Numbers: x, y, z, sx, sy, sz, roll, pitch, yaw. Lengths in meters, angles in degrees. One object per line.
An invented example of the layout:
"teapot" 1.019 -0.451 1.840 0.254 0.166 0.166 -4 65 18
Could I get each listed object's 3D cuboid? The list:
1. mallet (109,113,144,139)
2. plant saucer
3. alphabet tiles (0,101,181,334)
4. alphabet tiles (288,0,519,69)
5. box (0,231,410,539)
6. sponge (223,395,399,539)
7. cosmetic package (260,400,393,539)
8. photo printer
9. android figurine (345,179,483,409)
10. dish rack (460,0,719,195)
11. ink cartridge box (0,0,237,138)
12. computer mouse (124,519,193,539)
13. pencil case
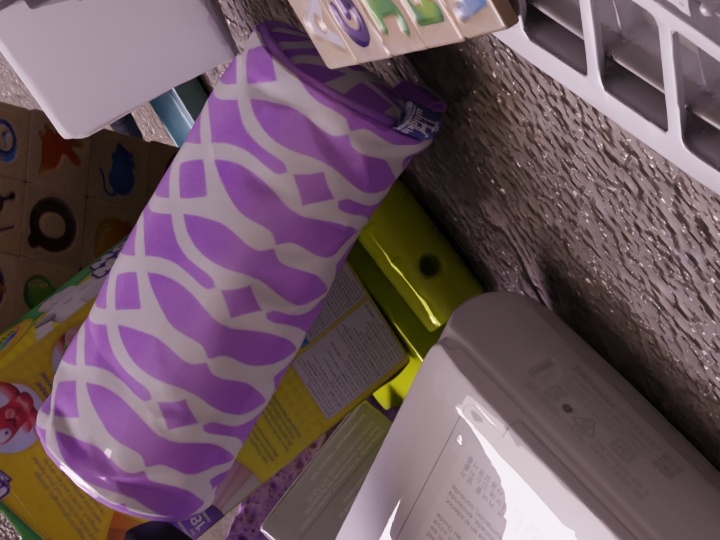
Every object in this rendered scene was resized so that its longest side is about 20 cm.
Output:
"mallet" -0.118 -0.063 1.122 0.066 0.041 0.200 54 176 31
"plant saucer" -0.068 -0.042 1.112 0.201 0.019 0.070 58 165 -19
"alphabet tiles" -0.127 0.016 0.911 0.199 0.168 0.006 13 164 -42
"alphabet tiles" -0.035 -0.152 0.617 0.201 0.008 0.167 58 166 -11
"box" -0.088 0.053 0.867 0.118 0.200 0.048 57 164 -20
"sponge" -0.033 0.129 1.050 0.030 0.201 0.112 16 152 16
"cosmetic package" 0.058 0.162 0.963 0.199 0.090 0.107 35 170 19
"photo printer" 0.066 0.132 0.824 0.166 0.069 0.201 45 135 23
"android figurine" 0.000 0.000 0.946 0.201 0.041 0.182 53 166 1
"dish rack" 0.056 -0.120 0.490 0.172 0.043 0.201 42 162 41
"ink cartridge box" -0.132 -0.170 0.774 0.200 0.083 0.146 59 -173 -52
"computer mouse" -0.023 0.172 0.813 0.200 0.034 0.059 44 163 -13
"pencil case" -0.047 0.001 0.781 0.084 0.201 0.085 44 -161 32
